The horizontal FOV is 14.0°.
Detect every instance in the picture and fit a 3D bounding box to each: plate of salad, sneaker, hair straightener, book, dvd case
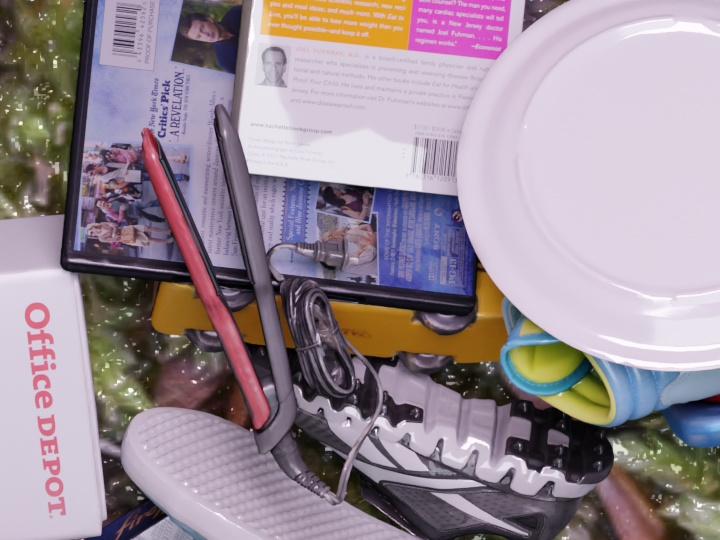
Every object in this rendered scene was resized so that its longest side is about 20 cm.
[{"bbox_3d":[0.143,-0.043,1.337,0.199,0.201,0.048,-13,154,0],"label":"plate of salad"},{"bbox_3d":[-0.044,0.148,1.469,0.199,0.074,0.082,33,123,-6],"label":"sneaker"},{"bbox_3d":[0.022,0.093,1.489,0.199,0.067,0.091,20,124,-3],"label":"sneaker"},{"bbox_3d":[-0.034,0.015,1.358,0.077,0.041,0.201,-20,106,-1],"label":"hair straightener"},{"bbox_3d":[0.013,-0.139,1.380,0.133,0.048,0.201,6,91,-10],"label":"book"},{"bbox_3d":[0.106,-0.013,1.387,0.130,0.200,0.080,-21,144,-15],"label":"sneaker"},{"bbox_3d":[-0.039,-0.057,1.408,0.199,0.018,0.144,7,70,-8],"label":"dvd case"}]

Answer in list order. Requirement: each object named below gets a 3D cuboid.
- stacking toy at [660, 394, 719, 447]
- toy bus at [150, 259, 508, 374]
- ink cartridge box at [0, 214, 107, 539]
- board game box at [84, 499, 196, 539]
[{"bbox_3d":[0.197,-0.020,1.459,0.109,0.116,0.201,-7,97,-3],"label":"stacking toy"},{"bbox_3d":[0.000,0.000,1.441,0.199,0.065,0.079,6,67,-8],"label":"toy bus"},{"bbox_3d":[-0.229,0.061,1.444,0.199,0.084,0.147,-5,111,-4],"label":"ink cartridge box"},{"bbox_3d":[-0.081,0.217,1.544,0.135,0.035,0.200,-32,110,7],"label":"board game box"}]
